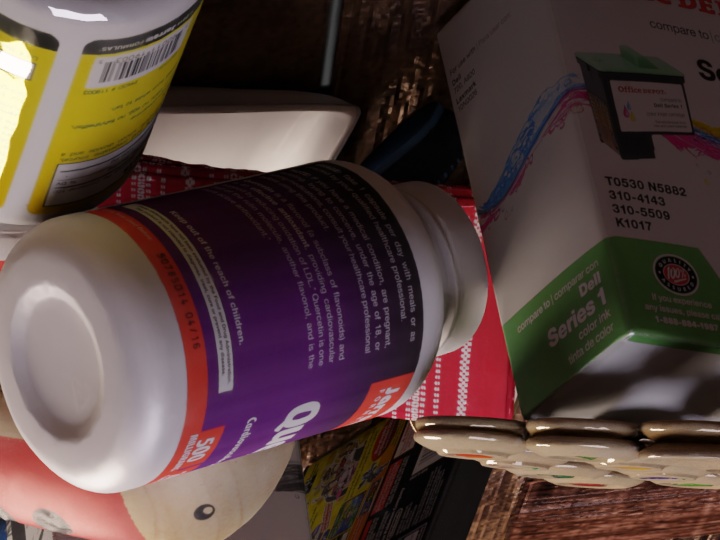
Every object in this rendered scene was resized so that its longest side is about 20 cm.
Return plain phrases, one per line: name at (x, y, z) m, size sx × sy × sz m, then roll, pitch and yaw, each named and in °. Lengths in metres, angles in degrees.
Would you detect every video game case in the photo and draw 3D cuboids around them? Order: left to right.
video game case at (0.003, 0.151, 1.590) m, size 0.025 × 0.200 × 0.181 m, roll 41°, pitch 133°, yaw -17°

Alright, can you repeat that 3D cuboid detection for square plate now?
square plate at (-0.122, -0.037, 1.342) m, size 0.199 × 0.029 × 0.198 m, roll 1°, pitch 153°, yaw -19°

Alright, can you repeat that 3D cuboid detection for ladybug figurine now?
ladybug figurine at (-0.122, 0.079, 1.279) m, size 0.200 × 0.072 × 0.136 m, roll 10°, pitch -177°, yaw 35°

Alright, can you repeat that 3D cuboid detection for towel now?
towel at (-0.021, 0.010, 1.312) m, size 0.199 × 0.023 × 0.145 m, roll 5°, pitch 131°, yaw 3°

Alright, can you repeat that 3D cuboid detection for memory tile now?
memory tile at (0.122, 0.081, 1.227) m, size 0.153 × 0.017 × 0.200 m, roll 0°, pitch 171°, yaw 24°

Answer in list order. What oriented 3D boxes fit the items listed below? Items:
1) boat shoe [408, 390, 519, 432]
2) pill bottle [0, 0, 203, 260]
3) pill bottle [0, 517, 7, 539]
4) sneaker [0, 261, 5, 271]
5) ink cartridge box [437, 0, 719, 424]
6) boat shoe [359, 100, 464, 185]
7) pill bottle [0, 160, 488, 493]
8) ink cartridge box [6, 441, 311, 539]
boat shoe at (0.075, -0.009, 1.381) m, size 0.072 × 0.065 × 0.200 m, roll 19°, pitch 114°, yaw -7°
pill bottle at (-0.129, -0.090, 1.128) m, size 0.112 × 0.113 × 0.200 m, roll 1°, pitch 149°, yaw -19°
pill bottle at (-0.190, 0.199, 1.703) m, size 0.112 × 0.113 × 0.200 m, roll 10°, pitch 149°, yaw -34°
sneaker at (-0.237, -0.037, 1.251) m, size 0.199 × 0.070 × 0.094 m, roll 13°, pitch 130°, yaw 4°
ink cartridge box at (0.129, -0.033, 1.238) m, size 0.144 × 0.200 × 0.084 m, roll 8°, pitch 146°, yaw -32°
boat shoe at (0.000, 0.000, 1.369) m, size 0.069 × 0.084 × 0.200 m, roll 40°, pitch 128°, yaw -2°
pill bottle at (-0.045, 0.018, 1.179) m, size 0.200 × 0.113 × 0.112 m, roll -14°, pitch 162°, yaw -39°
ink cartridge box at (-0.107, 0.136, 1.502) m, size 0.145 × 0.201 × 0.084 m, roll 3°, pitch 154°, yaw -24°
